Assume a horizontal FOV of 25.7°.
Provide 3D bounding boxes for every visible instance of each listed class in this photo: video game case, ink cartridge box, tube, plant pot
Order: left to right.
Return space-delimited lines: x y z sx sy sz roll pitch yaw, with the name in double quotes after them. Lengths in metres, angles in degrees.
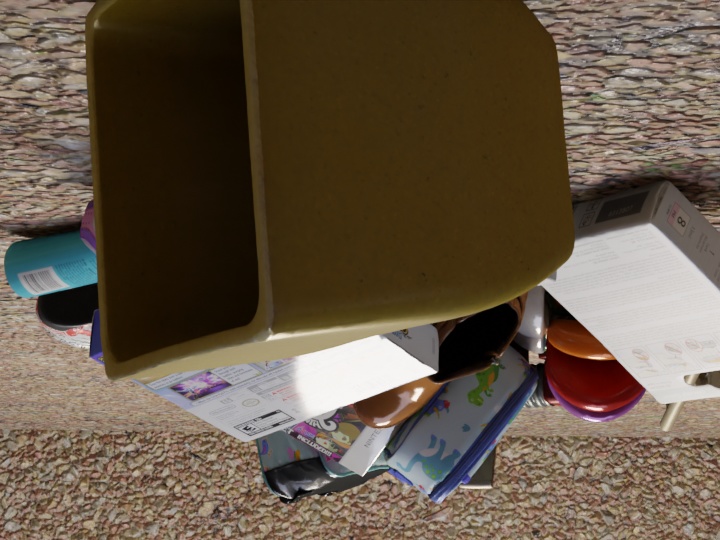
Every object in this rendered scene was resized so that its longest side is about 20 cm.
-0.213 -0.016 1.354 0.198 0.051 0.077 -10 163 26 "tube"
-0.072 0.053 1.195 0.199 0.046 0.181 -22 142 31 "video game case"
-0.041 0.084 1.447 0.199 0.036 0.182 30 132 -5 "video game case"
-0.006 -0.055 0.779 0.198 0.196 0.195 0 171 -29 "plant pot"
0.240 0.021 1.254 0.200 0.057 0.162 39 151 -23 "ink cartridge box"

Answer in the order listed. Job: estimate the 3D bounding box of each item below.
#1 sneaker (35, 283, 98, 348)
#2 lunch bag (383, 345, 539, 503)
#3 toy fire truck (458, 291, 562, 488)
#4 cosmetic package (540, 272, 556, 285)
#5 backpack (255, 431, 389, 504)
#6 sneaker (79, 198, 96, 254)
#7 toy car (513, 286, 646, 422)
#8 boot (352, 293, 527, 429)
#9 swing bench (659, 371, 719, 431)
-0.234 0.048 1.627 0.199 0.068 0.108 7 169 -12 "sneaker"
0.090 0.138 1.481 0.082 0.161 0.200 40 176 2 "lunch bag"
0.166 0.123 1.622 0.174 0.202 0.128 -5 169 29 "toy fire truck"
0.057 -0.035 1.156 0.101 0.075 0.199 -8 168 34 "cosmetic package"
-0.035 0.118 1.622 0.153 0.202 0.175 -29 164 28 "backpack"
-0.143 -0.021 1.253 0.088 0.081 0.199 1 167 39 "sneaker"
0.216 0.060 1.427 0.173 0.152 0.200 -1 169 7 "toy car"
0.065 0.075 1.302 0.200 0.077 0.155 -41 -170 12 "boot"
0.428 0.087 1.634 0.197 0.131 0.200 2 164 -5 "swing bench"
